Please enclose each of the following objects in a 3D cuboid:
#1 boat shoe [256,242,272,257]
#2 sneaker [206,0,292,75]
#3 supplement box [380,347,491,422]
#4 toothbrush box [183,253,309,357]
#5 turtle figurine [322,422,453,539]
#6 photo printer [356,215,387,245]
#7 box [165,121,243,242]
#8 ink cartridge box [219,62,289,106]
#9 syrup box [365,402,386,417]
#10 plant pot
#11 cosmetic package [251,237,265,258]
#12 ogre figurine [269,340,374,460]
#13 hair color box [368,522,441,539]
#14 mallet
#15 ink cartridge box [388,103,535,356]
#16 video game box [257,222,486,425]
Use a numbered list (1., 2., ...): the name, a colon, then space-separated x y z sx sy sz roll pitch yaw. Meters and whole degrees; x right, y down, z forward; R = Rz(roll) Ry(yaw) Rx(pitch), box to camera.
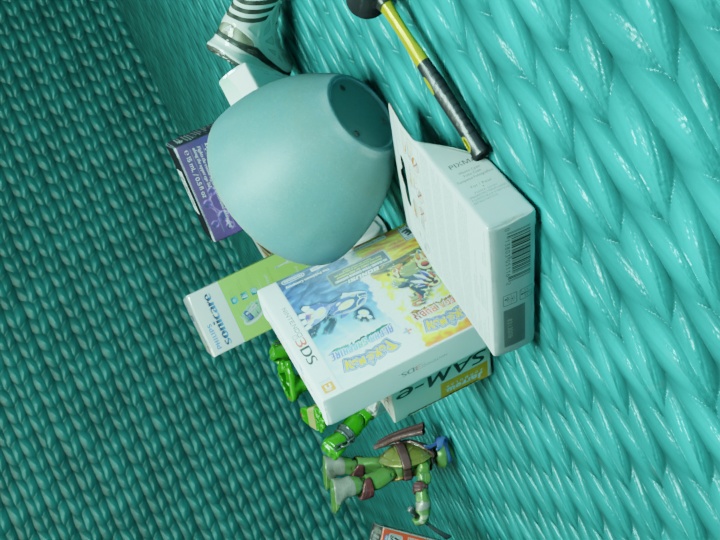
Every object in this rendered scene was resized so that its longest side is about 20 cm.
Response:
1. boat shoe: -0.124 -0.040 1.260 0.200 0.075 0.074 36 122 48
2. sneaker: -0.112 -0.307 1.039 0.075 0.116 0.200 32 -167 8
3. supplement box: 0.044 0.058 0.936 0.200 0.125 0.074 52 161 43
4. toothbrush box: -0.121 0.029 1.065 0.087 0.199 0.146 66 165 -3
5. turtle figurine: 0.045 0.330 1.238 0.201 0.192 0.145 102 160 -51
6. photo printer: 0.000 0.000 1.133 0.166 0.069 0.201 49 160 52
7. box: -0.160 -0.154 1.201 0.149 0.199 0.104 68 167 -19
8. ink cartridge box: -0.073 -0.151 1.014 0.161 0.050 0.201 -6 -111 -65
9. syrup box: -0.017 0.115 1.206 0.199 0.081 0.079 35 130 30
10. plant pot: -0.039 -0.126 0.856 0.135 0.199 0.201 -36 77 38
11. cosmetic package: -0.126 -0.069 1.392 0.107 0.085 0.200 18 -151 -47
12. ogre figurine: -0.049 0.180 1.266 0.200 0.119 0.099 40 135 38
13. hair color box: 0.113 0.430 1.216 0.111 0.198 0.064 117 169 -75
14. mallet: 0.049 -0.181 0.675 0.201 0.041 0.066 57 169 16
15. ink cartridge box: 0.091 -0.046 0.750 0.161 0.047 0.201 77 168 -46
16. video game box: 0.014 0.047 0.867 0.182 0.199 0.047 52 161 42
